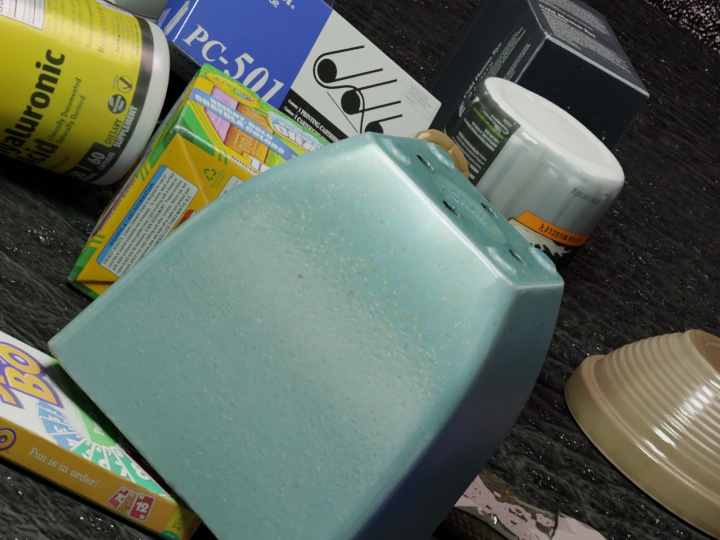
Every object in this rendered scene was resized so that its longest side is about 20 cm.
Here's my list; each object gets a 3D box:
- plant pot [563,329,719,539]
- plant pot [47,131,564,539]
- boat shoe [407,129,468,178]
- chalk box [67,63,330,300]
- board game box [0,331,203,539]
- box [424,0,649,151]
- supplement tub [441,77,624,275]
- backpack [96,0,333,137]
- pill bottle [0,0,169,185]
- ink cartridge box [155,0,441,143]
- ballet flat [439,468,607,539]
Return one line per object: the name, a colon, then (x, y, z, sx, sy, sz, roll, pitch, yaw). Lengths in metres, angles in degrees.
plant pot: (0.258, 0.111, 1.900, 0.200, 0.093, 0.201, 32, 19, -12)
plant pot: (-0.006, 0.035, 1.368, 0.196, 0.200, 0.196, 46, 15, 13)
boat shoe: (0.000, 0.000, 1.626, 0.074, 0.200, 0.069, 43, -27, -25)
chalk box: (-0.087, -0.039, 1.595, 0.124, 0.125, 0.200, 33, 16, -8)
board game box: (-0.173, 0.070, 1.317, 0.199, 0.030, 0.096, 26, 19, -20)
box: (0.122, -0.119, 2.059, 0.104, 0.200, 0.182, 27, 20, -19)
supplement tub: (0.076, -0.018, 1.715, 0.122, 0.200, 0.123, 31, 18, -11)
backpack: (-0.148, -0.166, 1.756, 0.199, 0.163, 0.168, 23, -17, -25)
pill bottle: (-0.229, -0.133, 1.583, 0.199, 0.112, 0.111, 18, 23, -26)
ink cartridge box: (-0.043, -0.130, 1.696, 0.200, 0.094, 0.044, 38, -20, -29)
ballet flat: (0.066, 0.142, 1.552, 0.200, 0.046, 0.067, 32, 48, 7)
